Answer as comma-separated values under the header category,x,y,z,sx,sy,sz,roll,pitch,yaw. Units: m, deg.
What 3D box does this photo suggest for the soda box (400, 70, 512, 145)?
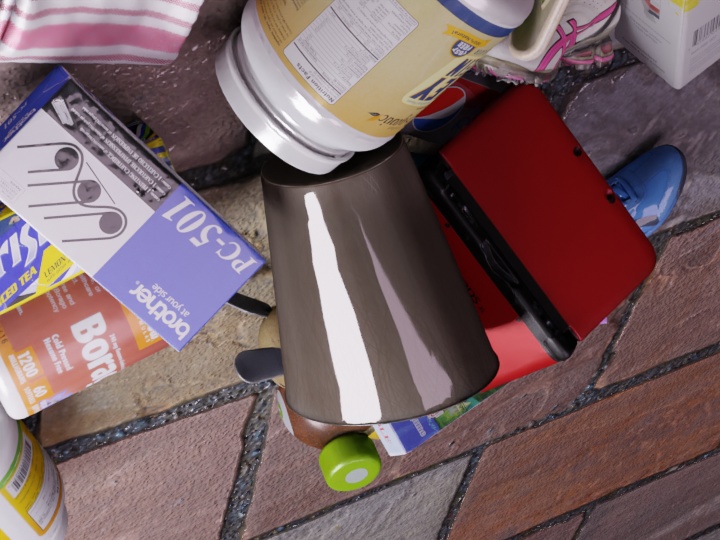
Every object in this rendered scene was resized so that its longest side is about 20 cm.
category,x,y,z,sx,sy,sz,roll,pitch,yaw
soda box,0.069,-0.148,1.334,0.070,0.063,0.200,-47,149,23

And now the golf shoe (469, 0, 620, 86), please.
category,x,y,z,sx,sy,sz,roll,pitch,yaw
golf shoe,0.146,-0.203,1.311,0.200,0.072,0.092,-25,129,-52

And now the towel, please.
category,x,y,z,sx,sy,sz,roll,pitch,yaw
towel,-0.149,-0.208,1.060,0.146,0.030,0.200,-5,140,-40

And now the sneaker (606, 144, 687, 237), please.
category,x,y,z,sx,sy,sz,roll,pitch,yaw
sneaker,0.247,-0.054,1.651,0.200,0.066,0.078,-45,145,18

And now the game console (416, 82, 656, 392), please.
category,x,y,z,sx,sy,sz,roll,pitch,yaw
game console,0.112,-0.024,1.346,0.172,0.200,0.119,-26,-163,41

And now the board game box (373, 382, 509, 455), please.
category,x,y,z,sx,sy,sz,roll,pitch,yaw
board game box,0.060,0.026,1.424,0.199,0.200,0.041,-33,-175,-24

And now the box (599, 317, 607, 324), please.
category,x,y,z,sx,sy,sz,roll,pitch,yaw
box,0.189,-0.035,1.460,0.039,0.137,0.200,-6,-171,5

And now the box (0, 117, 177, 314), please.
category,x,y,z,sx,sy,sz,roll,pitch,yaw
box,-0.228,-0.032,1.180,0.200,0.064,0.070,-28,117,-12

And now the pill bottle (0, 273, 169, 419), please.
category,x,y,z,sx,sy,sz,roll,pitch,yaw
pill bottle,-0.204,0.024,1.262,0.200,0.112,0.112,-27,150,-13

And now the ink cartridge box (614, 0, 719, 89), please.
category,x,y,z,sx,sy,sz,roll,pitch,yaw
ink cartridge box,0.292,-0.271,1.341,0.145,0.083,0.200,-36,152,-15

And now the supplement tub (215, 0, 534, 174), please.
category,x,y,z,sx,sy,sz,roll,pitch,yaw
supplement tub,0.007,-0.175,1.137,0.200,0.145,0.144,-40,151,27

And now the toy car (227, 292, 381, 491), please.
category,x,y,z,sx,sy,sz,roll,pitch,yaw
toy car,-0.053,0.082,1.462,0.200,0.165,0.158,22,124,-43

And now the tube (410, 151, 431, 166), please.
category,x,y,z,sx,sy,sz,roll,pitch,yaw
tube,0.062,-0.067,1.388,0.199,0.050,0.078,13,107,-25

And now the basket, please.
category,x,y,z,sx,sy,sz,roll,pitch,yaw
basket,0.000,0.000,1.262,0.180,0.136,0.201,-6,116,21

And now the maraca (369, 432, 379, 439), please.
category,x,y,z,sx,sy,sz,roll,pitch,yaw
maraca,0.029,0.119,1.647,0.137,0.107,0.200,-26,160,-2

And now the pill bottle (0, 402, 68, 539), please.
category,x,y,z,sx,sy,sz,roll,pitch,yaw
pill bottle,-0.317,0.182,1.381,0.111,0.111,0.200,-30,151,-8

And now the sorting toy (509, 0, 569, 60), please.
category,x,y,z,sx,sy,sz,roll,pitch,yaw
sorting toy,0.155,-0.274,1.155,0.036,0.185,0.200,21,132,-10

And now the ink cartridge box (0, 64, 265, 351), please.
category,x,y,z,sx,sy,sz,roll,pitch,yaw
ink cartridge box,-0.168,-0.041,1.140,0.094,0.044,0.200,-46,119,0
